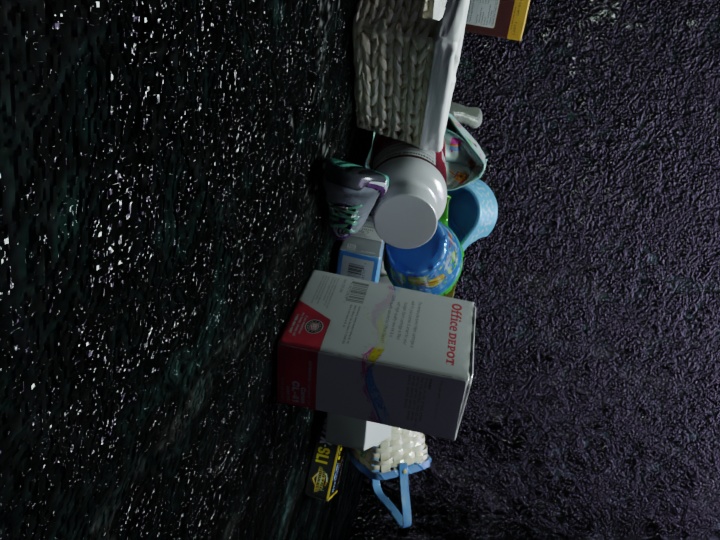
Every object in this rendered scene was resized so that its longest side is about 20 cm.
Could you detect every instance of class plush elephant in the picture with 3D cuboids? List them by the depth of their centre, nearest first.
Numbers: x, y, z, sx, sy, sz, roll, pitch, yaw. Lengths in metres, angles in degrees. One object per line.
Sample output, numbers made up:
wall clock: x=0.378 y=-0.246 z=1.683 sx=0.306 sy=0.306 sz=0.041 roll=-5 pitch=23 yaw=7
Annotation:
plush elephant: x=0.135 y=-0.284 z=1.333 sx=0.155 sy=0.196 sz=0.168 roll=-39 pitch=-149 yaw=61

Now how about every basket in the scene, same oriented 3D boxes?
basket: x=0.061 y=-0.264 z=0.763 sx=0.201 sy=0.120 sz=0.139 roll=85 pitch=18 yaw=-66
basket: x=0.050 y=0.346 z=1.158 sx=0.176 sy=0.136 sz=0.206 roll=-172 pitch=-107 yaw=-71

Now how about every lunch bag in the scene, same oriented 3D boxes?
lunch bag: x=0.117 y=-0.202 z=1.042 sx=0.171 sy=0.195 sz=0.125 roll=-54 pitch=155 yaw=-73

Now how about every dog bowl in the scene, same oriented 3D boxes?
dog bowl: x=0.150 y=-0.068 z=1.082 sx=0.049 sy=0.112 sz=0.202 roll=-8 pitch=140 yaw=-53

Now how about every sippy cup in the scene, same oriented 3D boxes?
sippy cup: x=0.094 y=-0.029 z=0.988 sx=0.130 sy=0.136 sz=0.183 roll=41 pitch=35 yaw=-75

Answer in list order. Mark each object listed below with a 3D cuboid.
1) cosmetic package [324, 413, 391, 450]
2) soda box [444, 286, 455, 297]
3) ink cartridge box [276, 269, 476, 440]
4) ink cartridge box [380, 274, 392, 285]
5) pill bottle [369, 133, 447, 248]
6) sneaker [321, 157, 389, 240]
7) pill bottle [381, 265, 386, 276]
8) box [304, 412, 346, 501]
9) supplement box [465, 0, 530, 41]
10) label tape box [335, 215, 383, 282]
cosmetic package: x=0.005 y=0.180 z=1.030 sx=0.112 sy=0.079 sz=0.206 roll=9 pitch=87 yaw=-64
soda box: x=0.112 y=0.000 z=1.348 sx=0.064 sy=0.195 sz=0.069 roll=-65 pitch=166 yaw=-63
ink cartridge box: x=0.021 y=0.086 z=0.680 sx=0.148 sy=0.195 sz=0.088 roll=-66 pitch=167 yaw=-58
ink cartridge box: x=0.056 y=0.117 z=1.203 sx=0.084 sy=0.143 sz=0.205 roll=45 pitch=-42 yaw=51
pill bottle: x=0.065 y=-0.127 z=0.868 sx=0.203 sy=0.110 sz=0.115 roll=-82 pitch=179 yaw=-48
sneaker: x=-0.009 y=-0.074 z=0.713 sx=0.200 sy=0.073 sz=0.090 roll=-39 pitch=145 yaw=-81
pill bottle: x=0.046 y=0.070 z=1.296 sx=0.109 sy=0.106 sz=0.205 roll=-65 pitch=166 yaw=-64
box: x=-0.048 y=0.304 z=1.142 sx=0.160 sy=0.048 sz=0.205 roll=71 pitch=31 yaw=-74
supplement box: x=0.148 y=-0.433 z=0.901 sx=0.198 sy=0.195 sz=0.136 roll=-67 pitch=167 yaw=-59
label tape box: x=0.000 y=0.000 z=0.958 sx=0.201 sy=0.064 sz=0.147 roll=-79 pitch=178 yaw=-64
